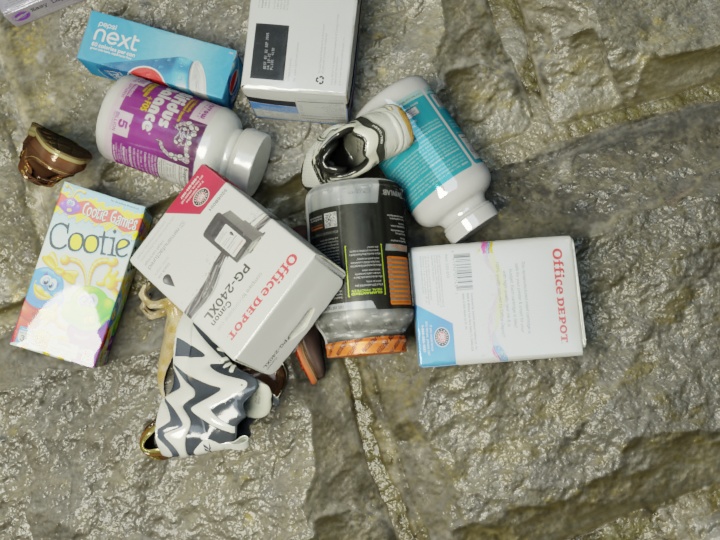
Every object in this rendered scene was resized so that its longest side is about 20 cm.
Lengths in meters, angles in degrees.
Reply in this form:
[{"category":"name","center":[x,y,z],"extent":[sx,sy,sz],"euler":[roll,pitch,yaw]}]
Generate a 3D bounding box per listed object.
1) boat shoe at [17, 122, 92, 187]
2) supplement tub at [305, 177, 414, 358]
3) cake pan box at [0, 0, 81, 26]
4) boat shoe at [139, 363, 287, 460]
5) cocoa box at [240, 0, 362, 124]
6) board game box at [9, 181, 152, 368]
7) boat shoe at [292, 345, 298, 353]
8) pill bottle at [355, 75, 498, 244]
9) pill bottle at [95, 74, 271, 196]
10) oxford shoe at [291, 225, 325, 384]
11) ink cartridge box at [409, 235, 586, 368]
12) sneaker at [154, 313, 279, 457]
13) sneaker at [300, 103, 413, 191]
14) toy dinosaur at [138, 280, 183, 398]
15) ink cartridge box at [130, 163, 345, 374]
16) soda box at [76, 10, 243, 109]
[{"category":"boat shoe","center":[-0.379,-0.133,1.053],"extent":[0.072,0.200,0.068],"euler":[26,90,-29]},{"category":"supplement tub","center":[0.000,0.000,1.020],"extent":[0.121,0.123,0.202],"euler":[-4,83,1]},{"category":"cake pan box","center":[-0.417,-0.447,1.153],"extent":[0.199,0.052,0.185],"euler":[-23,81,-1]},{"category":"boat shoe","center":[-0.178,0.174,1.059],"extent":[0.199,0.068,0.072],"euler":[-34,83,-3]},{"category":"cocoa box","center":[-0.068,-0.299,1.081],"extent":[0.132,0.131,0.202],"euler":[5,83,2]},{"category":"board game box","center":[-0.339,0.008,1.059],"extent":[0.104,0.103,0.202],"euler":[17,84,-8]},{"category":"boat shoe","center":[-0.137,0.016,1.042],"extent":[0.069,0.071,0.201],"euler":[-2,57,-31]},{"category":"pill bottle","center":[0.087,-0.132,1.067],"extent":[0.110,0.111,0.201],"euler":[-33,83,-2]},{"category":"pill bottle","center":[-0.218,-0.163,1.080],"extent":[0.199,0.112,0.113],"euler":[19,84,4]},{"category":"oxford shoe","center":[-0.061,0.039,1.073],"extent":[0.072,0.071,0.202],"euler":[-10,83,-6]},{"category":"ink cartridge box","center":[0.164,0.040,1.056],"extent":[0.198,0.085,0.146],"euler":[-4,83,2]},{"category":"sneaker","center":[-0.153,0.123,0.999],"extent":[0.128,0.080,0.200],"euler":[3,48,5]},{"category":"sneaker","center":[-0.028,-0.139,1.031],"extent":[0.087,0.200,0.076],"euler":[-31,92,-39]},{"category":"toy dinosaur","center":[-0.230,0.055,1.081],"extent":[0.101,0.058,0.201],"euler":[32,85,4]},{"category":"ink cartridge box","center":[-0.139,-0.003,0.967],"extent":[0.200,0.083,0.146],"euler":[37,90,29]},{"category":"soda box","center":[-0.257,-0.270,1.119],"extent":[0.198,0.064,0.068],"euler":[16,84,4]}]
